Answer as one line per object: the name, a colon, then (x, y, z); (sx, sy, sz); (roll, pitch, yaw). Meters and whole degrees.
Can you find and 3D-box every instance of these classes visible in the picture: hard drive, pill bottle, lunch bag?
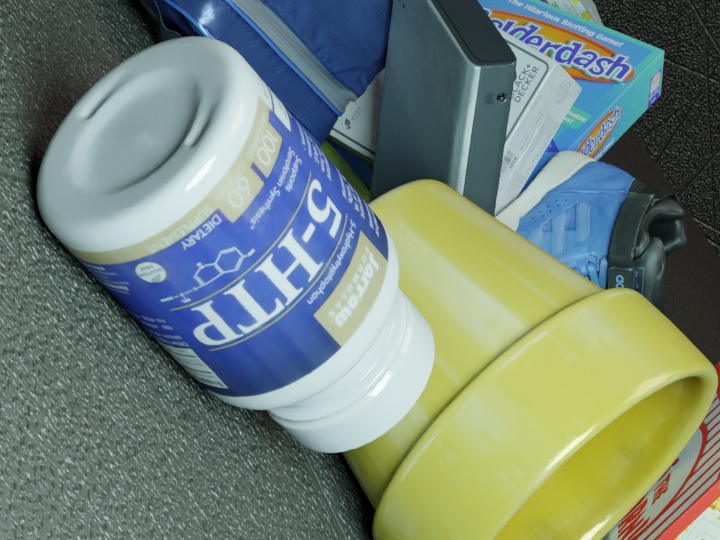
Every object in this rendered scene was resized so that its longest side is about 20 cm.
hard drive: (0.045, -0.067, 1.478); (0.140, 0.033, 0.201); (-118, -152, -52)
pill bottle: (-0.051, -0.005, 1.194); (0.200, 0.119, 0.120); (48, 16, -38)
lunch bag: (-0.062, -0.167, 1.517); (0.136, 0.132, 0.200); (42, -1, 36)

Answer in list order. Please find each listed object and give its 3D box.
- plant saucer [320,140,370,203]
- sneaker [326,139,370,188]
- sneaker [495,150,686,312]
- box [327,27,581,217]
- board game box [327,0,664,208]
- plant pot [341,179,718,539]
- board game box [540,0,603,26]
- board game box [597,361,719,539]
plant saucer: (0.000, 0.000, 1.594); (0.200, 0.031, 0.200); (54, 12, -18)
sneaker: (0.055, -0.084, 1.813); (0.200, 0.073, 0.114); (31, 16, -20)
sneaker: (0.132, 0.008, 1.571); (0.200, 0.111, 0.077); (-47, 145, -37)
box: (0.028, -0.124, 1.617); (0.199, 0.117, 0.060); (31, 1, 24)
board game box: (0.094, -0.111, 1.708); (0.151, 0.200, 0.045); (24, -43, 24)
plant pot: (0.060, 0.059, 1.354); (0.189, 0.201, 0.201); (47, 8, 20)
board game box: (0.077, -0.168, 1.894); (0.105, 0.199, 0.103); (52, 14, -28)
board game box: (0.159, 0.159, 1.433); (0.046, 0.200, 0.152); (41, 15, -10)
